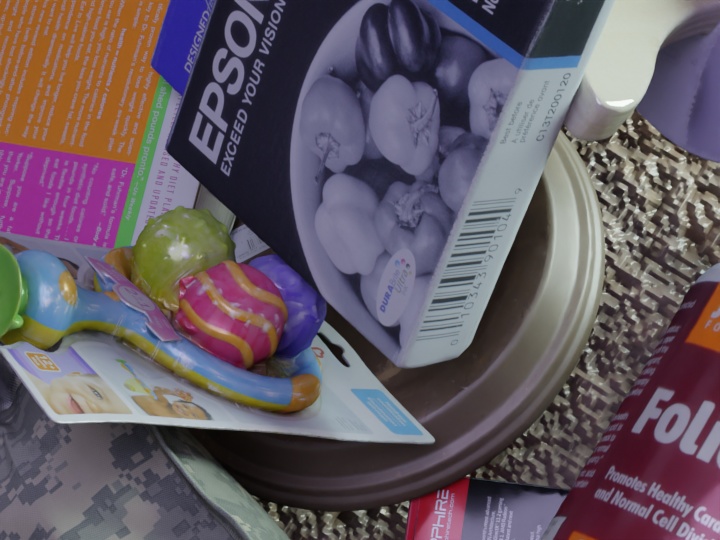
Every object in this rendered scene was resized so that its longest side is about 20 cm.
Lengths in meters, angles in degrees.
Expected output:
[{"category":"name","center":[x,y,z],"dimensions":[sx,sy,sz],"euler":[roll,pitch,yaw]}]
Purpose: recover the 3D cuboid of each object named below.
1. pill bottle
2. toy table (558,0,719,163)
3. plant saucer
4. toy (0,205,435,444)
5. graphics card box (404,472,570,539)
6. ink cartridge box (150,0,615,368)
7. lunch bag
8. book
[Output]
[{"category":"pill bottle","center":[0.147,0.068,0.943],"dimensions":[0.114,0.114,0.201],"euler":[29,79,16]},{"category":"toy table","center":[0.088,-0.126,0.970],"dimensions":[0.200,0.117,0.184],"euler":[56,133,38]},{"category":"plant saucer","center":[0.000,0.000,1.060],"dimensions":[0.199,0.029,0.201],"euler":[-10,60,17]},{"category":"toy","center":[-0.060,0.010,0.944],"dimensions":[0.115,0.199,0.047],"euler":[46,116,33]},{"category":"graphics card box","center":[0.112,0.151,1.010],"dimensions":[0.199,0.051,0.126],"euler":[4,74,12]},{"category":"ink cartridge box","center":[-0.003,-0.103,0.935],"dimensions":[0.200,0.043,0.199],"euler":[42,124,34]},{"category":"lunch bag","center":[-0.088,0.114,0.972],"dimensions":[0.117,0.164,0.200],"euler":[-38,52,-4]},{"category":"book","center":[-0.141,-0.058,1.100],"dimensions":[0.199,0.048,0.134],"euler":[11,76,26]}]
